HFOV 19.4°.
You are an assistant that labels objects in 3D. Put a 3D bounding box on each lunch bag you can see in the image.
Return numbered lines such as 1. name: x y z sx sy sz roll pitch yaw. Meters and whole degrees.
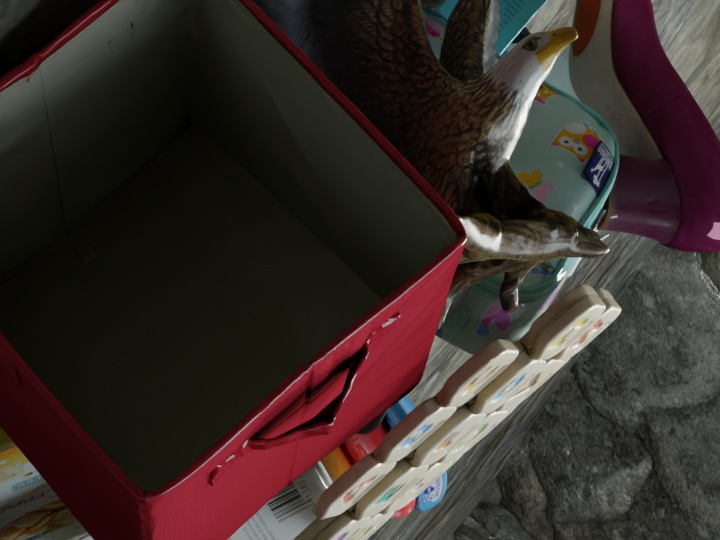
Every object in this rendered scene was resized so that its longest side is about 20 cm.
1. lunch bag: 0.035 -0.052 1.109 0.161 0.199 0.077 -55 174 -45

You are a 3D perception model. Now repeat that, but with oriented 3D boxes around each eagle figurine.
1. eagle figurine: 0.040 -0.081 0.994 0.150 0.201 0.152 -25 150 -4

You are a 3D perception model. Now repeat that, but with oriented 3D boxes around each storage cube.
1. storage cube: -0.080 0.009 0.894 0.171 0.200 0.180 -39 167 -17

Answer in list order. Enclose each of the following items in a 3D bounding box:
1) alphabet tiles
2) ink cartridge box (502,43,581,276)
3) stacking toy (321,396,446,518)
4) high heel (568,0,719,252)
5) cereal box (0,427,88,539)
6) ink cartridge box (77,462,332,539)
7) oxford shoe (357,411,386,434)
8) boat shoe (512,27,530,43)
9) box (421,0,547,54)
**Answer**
1. alphabet tiles: 0.048 0.080 1.057 0.200 0.015 0.195 -42 167 10
2. ink cartridge box: 0.076 -0.067 1.355 0.199 0.083 0.146 -5 136 -37
3. stacking toy: -0.058 0.130 1.215 0.199 0.110 0.116 -31 157 -13
4. high heel: 0.174 -0.101 1.208 0.067 0.095 0.202 128 -33 -61
5. cereal box: -0.168 0.105 1.123 0.143 0.040 0.200 -22 160 -16
6. ink cartridge box: -0.086 0.169 1.147 0.175 0.045 0.201 -27 135 0
7. oxford shoe: 0.000 0.000 1.166 0.073 0.070 0.201 80 15 -45
8. boat shoe: 0.047 -0.092 1.415 0.201 0.063 0.073 -53 171 17
9. box: 0.121 -0.219 1.263 0.200 0.049 0.082 -49 -169 3
